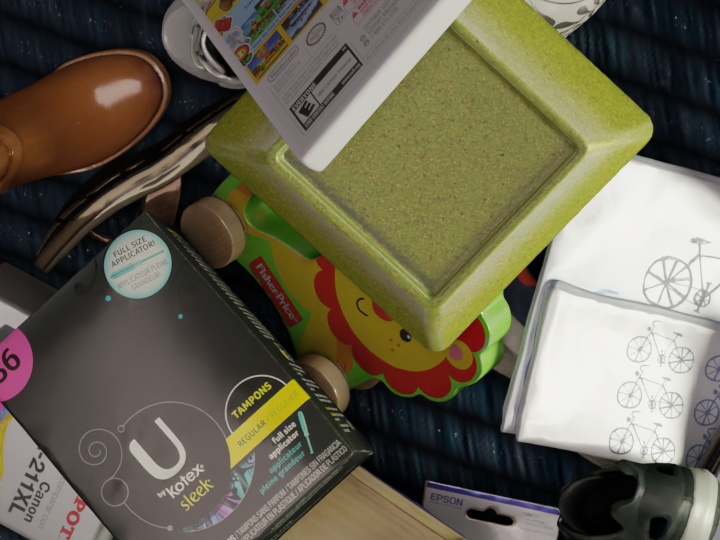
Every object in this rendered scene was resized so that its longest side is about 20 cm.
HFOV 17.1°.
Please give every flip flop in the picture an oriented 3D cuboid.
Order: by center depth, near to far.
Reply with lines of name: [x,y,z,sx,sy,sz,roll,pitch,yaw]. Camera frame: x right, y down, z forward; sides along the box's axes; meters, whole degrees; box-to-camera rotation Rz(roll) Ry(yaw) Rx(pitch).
flip flop: [-0.136,-0.053,1.608,0.200,0.081,0.058,-33,107,8]

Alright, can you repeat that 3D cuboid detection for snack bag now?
snack bag: [0.195,0.027,1.536,0.188,0.021,0.201,13,91,-24]

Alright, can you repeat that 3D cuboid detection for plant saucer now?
plant saucer: [0.040,-0.075,1.426,0.200,0.048,0.200,42,104,-9]

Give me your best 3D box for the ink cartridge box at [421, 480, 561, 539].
ink cartridge box: [0.076,0.242,1.640,0.099,0.039,0.201,12,103,8]

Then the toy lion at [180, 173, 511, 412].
toy lion: [0.000,0.000,1.547,0.191,0.069,0.200,-33,91,45]

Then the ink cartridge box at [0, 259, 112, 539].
ink cartridge box: [-0.236,0.087,1.638,0.199,0.083,0.146,27,102,4]

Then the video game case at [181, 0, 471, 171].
video game case: [-0.004,-0.184,1.402,0.200,0.023,0.182,-48,47,13]

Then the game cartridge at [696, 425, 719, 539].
game cartridge: [0.277,0.144,1.564,0.129,0.038,0.201,20,104,-25]

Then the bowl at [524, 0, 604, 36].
bowl: [0.104,-0.223,1.466,0.200,0.094,0.202,-1,91,-35]

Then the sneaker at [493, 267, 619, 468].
sneaker: [0.149,0.058,1.584,0.200,0.075,0.085,44,68,-15]

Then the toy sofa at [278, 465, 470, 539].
toy sofa: [-0.014,0.169,1.604,0.200,0.098,0.083,33,85,18]

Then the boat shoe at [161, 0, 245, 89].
boat shoe: [-0.078,-0.153,1.525,0.200,0.067,0.074,2,104,51]

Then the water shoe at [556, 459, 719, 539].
water shoe: [0.160,0.154,1.541,0.079,0.200,0.072,18,68,-14]

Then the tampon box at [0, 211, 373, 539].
tampon box: [-0.115,0.089,1.510,0.150,0.126,0.200,-43,83,1]

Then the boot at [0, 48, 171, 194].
boot: [-0.227,-0.082,1.570,0.199,0.155,0.074,-24,95,12]
